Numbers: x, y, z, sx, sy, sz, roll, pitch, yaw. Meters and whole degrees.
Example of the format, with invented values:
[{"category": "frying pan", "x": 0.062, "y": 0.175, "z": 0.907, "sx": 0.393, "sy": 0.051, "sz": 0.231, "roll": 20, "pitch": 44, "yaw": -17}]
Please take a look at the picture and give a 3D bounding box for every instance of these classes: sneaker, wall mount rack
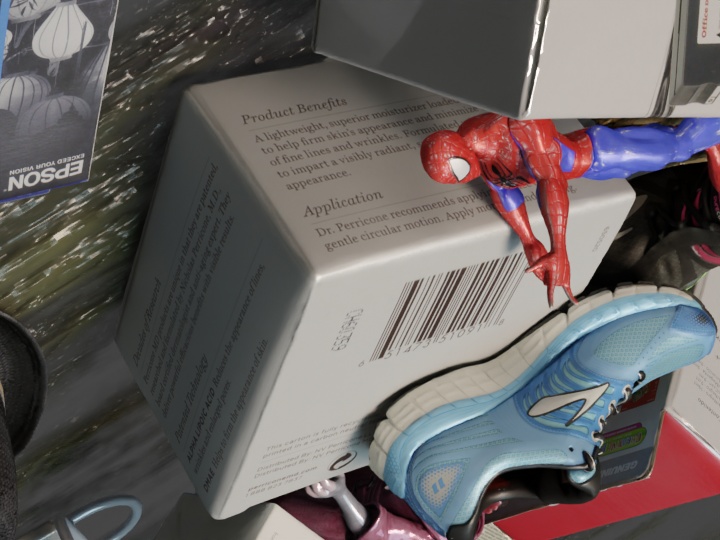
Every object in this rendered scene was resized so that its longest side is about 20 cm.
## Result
[{"category": "sneaker", "x": 0.194, "y": -0.036, "z": 0.875, "sx": 0.199, "sy": 0.077, "sz": 0.084, "roll": -20, "pitch": 162, "yaw": 21}, {"category": "wall mount rack", "x": -0.208, "y": 0.232, "z": 1.033, "sx": 0.199, "sy": 0.075, "sz": 0.174, "roll": -30, "pitch": 150, "yaw": -6}, {"category": "sneaker", "x": 0.107, "y": 0.081, "z": 0.844, "sx": 0.199, "sy": 0.090, "sz": 0.079, "roll": -28, "pitch": 151, "yaw": -14}]

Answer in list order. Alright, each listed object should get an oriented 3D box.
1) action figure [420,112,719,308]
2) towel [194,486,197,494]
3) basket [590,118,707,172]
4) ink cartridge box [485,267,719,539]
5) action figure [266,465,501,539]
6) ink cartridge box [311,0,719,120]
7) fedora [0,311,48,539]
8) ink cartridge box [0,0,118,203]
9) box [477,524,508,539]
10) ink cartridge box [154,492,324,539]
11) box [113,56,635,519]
[{"category": "action figure", "x": 0.112, "y": -0.028, "z": 0.742, "sx": 0.199, "sy": 0.100, "sz": 0.065, "roll": 1, "pitch": 172, "yaw": -32}, {"category": "towel", "x": -0.020, "y": 0.103, "z": 1.069, "sx": 0.199, "sy": 0.037, "sz": 0.149, "roll": -22, "pitch": 149, "yaw": -19}, {"category": "basket", "x": 0.216, "y": -0.141, "z": 0.919, "sx": 0.199, "sy": 0.150, "sz": 0.142, "roll": -6, "pitch": 174, "yaw": -39}, {"category": "ink cartridge box", "x": 0.153, "y": 0.101, "z": 1.023, "sx": 0.084, "sy": 0.176, "sz": 0.200, "roll": 40, "pitch": 141, "yaw": -21}, {"category": "action figure", "x": 0.012, "y": 0.151, "z": 0.962, "sx": 0.200, "sy": 0.149, "sz": 0.134, "roll": -12, "pitch": -164, "yaw": 45}, {"category": "ink cartridge box", "x": 0.099, "y": -0.122, "z": 0.731, "sx": 0.199, "sy": 0.144, "sz": 0.085, "roll": -5, "pitch": 110, "yaw": -40}, {"category": "fedora", "x": -0.228, "y": 0.105, "z": 0.807, "sx": 0.200, "sy": 0.092, "sz": 0.201, "roll": -25, "pitch": 149, "yaw": -16}, {"category": "ink cartridge box", "x": -0.156, "y": -0.080, "z": 0.668, "sx": 0.099, "sy": 0.039, "sz": 0.200, "roll": -17, "pitch": 147, "yaw": -29}, {"category": "box", "x": 0.036, "y": 0.208, "z": 1.234, "sx": 0.200, "sy": 0.078, "sz": 0.095, "roll": -38, "pitch": 150, "yaw": 8}, {"category": "ink cartridge box", "x": -0.020, "y": 0.209, "z": 0.920, "sx": 0.200, "sy": 0.116, "sz": 0.067, "roll": 40, "pitch": 67, "yaw": -24}, {"category": "box", "x": 0.000, "y": 0.000, "z": 0.842, "sx": 0.198, "sy": 0.131, "sz": 0.200, "roll": -14, "pitch": 146, "yaw": -32}]
